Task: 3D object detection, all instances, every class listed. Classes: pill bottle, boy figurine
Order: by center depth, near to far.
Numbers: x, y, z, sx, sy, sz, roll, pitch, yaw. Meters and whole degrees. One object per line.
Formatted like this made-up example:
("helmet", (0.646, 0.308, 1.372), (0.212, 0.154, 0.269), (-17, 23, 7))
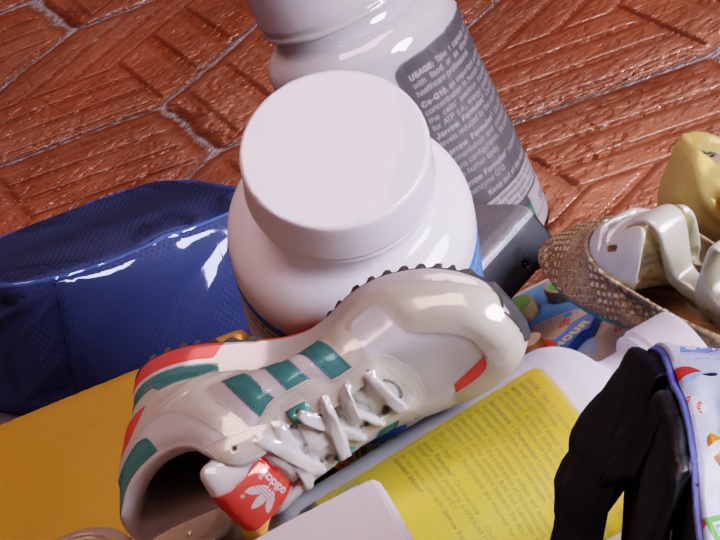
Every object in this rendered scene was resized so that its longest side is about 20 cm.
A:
("pill bottle", (0.069, 0.103, 1.174), (0.200, 0.112, 0.112), (-31, 23, -9))
("pill bottle", (0.000, 0.000, 1.230), (0.112, 0.200, 0.113), (-3, 58, 4))
("boy figurine", (0.231, -0.030, 1.316), (0.124, 0.065, 0.200), (-2, 8, -43))
("pill bottle", (0.018, -0.093, 1.523), (0.113, 0.200, 0.113), (-22, 23, 10))

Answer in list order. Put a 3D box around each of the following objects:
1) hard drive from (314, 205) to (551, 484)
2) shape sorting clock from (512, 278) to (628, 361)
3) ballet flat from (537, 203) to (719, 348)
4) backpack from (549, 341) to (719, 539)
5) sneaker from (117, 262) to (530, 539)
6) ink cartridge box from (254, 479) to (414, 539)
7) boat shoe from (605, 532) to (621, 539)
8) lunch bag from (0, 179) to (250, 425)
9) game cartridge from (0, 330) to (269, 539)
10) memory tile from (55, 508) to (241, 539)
("hard drive", (-0.005, 0.046, 1.396), (0.200, 0.033, 0.139), (-48, 22, -21))
("shape sorting clock", (0.092, 0.049, 1.353), (0.199, 0.039, 0.200), (-22, 23, 10))
("ballet flat", (0.160, 0.005, 1.268), (0.070, 0.065, 0.200), (-34, 43, -30))
("backpack", (0.148, 0.119, 0.957), (0.153, 0.191, 0.200), (-11, 23, -4))
("sneaker", (-0.019, 0.066, 1.142), (0.199, 0.070, 0.094), (-17, 39, 29))
("ink cartridge box", (0.022, 0.188, 1.005), (0.084, 0.146, 0.200), (-28, 22, -3))
("boat shoe", (0.147, 0.125, 1.101), (0.200, 0.069, 0.072), (-27, 0, -16))
("lunch bag", (-0.137, 0.042, 1.481), (0.200, 0.133, 0.136), (-21, 17, -29))
("game cartridge", (-0.114, 0.141, 1.285), (0.176, 0.032, 0.200), (-21, 49, 13))
("memory tile", (-0.108, 0.169, 1.171), (0.153, 0.017, 0.200), (-18, 30, -4))
